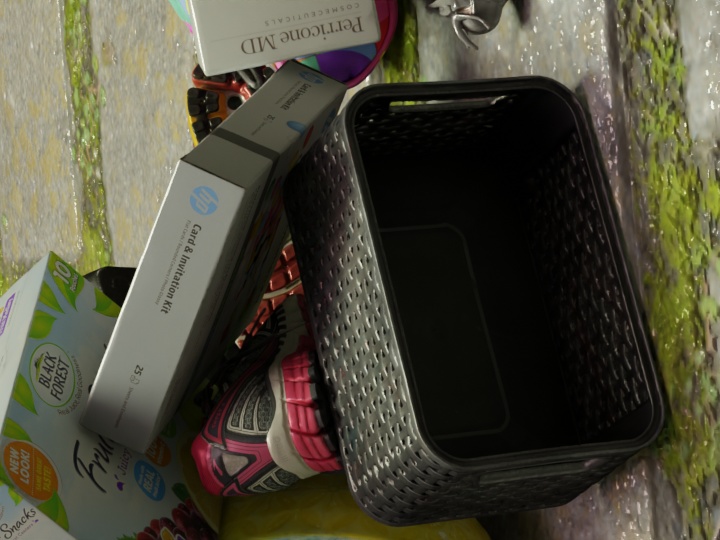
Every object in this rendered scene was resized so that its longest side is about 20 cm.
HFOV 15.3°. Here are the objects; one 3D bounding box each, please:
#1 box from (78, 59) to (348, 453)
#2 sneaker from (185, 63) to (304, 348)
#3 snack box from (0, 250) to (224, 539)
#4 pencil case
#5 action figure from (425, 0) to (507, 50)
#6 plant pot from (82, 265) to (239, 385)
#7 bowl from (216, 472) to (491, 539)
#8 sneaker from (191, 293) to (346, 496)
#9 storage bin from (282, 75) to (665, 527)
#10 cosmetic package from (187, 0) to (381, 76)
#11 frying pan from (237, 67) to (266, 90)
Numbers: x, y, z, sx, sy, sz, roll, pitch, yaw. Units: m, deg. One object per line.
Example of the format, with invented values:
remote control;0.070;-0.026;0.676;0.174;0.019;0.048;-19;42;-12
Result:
box;-0.074;-0.012;1.395;0.200;0.041;0.156;-55;-11;-67
sneaker;-0.060;-0.034;1.674;0.082;0.078;0.201;104;157;-79
snack box;-0.137;0.097;1.381;0.053;0.142;0.200;-41;22;24
pencil case;-0.052;-0.161;1.595;0.200;0.088;0.089;-145;55;-63
action figure;0.040;-0.211;1.406;0.130;0.069;0.201;-24;76;59
plant pot;-0.132;0.105;1.712;0.177;0.199;0.201;-50;49;42
bowl;-0.009;0.159;1.472;0.200;0.199;0.108;116;165;-49
sneaker;-0.050;0.066;1.416;0.200;0.074;0.081;-85;-25;-82
storage bin;0.053;0.014;1.331;0.094;0.135;0.201;132;128;-58
cosmetic package;-0.057;-0.214;1.445;0.071;0.101;0.201;-118;17;-79
frying pan;-0.103;-0.199;1.518;0.190;0.031;0.115;42;145;12
